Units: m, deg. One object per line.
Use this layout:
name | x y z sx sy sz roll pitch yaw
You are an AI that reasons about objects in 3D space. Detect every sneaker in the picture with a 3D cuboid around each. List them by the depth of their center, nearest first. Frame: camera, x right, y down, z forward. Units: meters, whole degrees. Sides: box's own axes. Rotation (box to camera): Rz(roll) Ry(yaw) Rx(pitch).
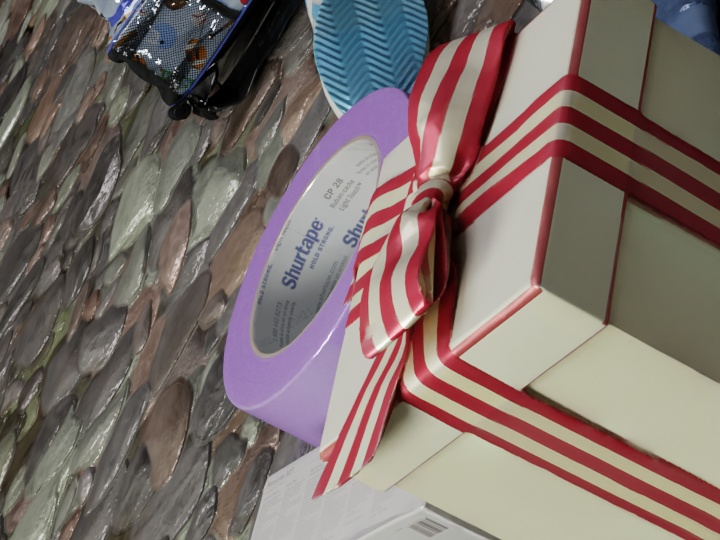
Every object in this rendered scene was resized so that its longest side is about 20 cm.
sneaker | 0.004 -0.156 1.726 0.081 0.076 0.201 78 -178 -51

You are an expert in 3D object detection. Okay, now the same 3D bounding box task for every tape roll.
tape roll | 0.000 0.000 1.534 0.200 0.065 0.201 -50 23 30

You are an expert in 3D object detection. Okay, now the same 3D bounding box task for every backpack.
backpack | -0.119 -0.239 2.045 0.191 0.154 0.200 -46 20 13

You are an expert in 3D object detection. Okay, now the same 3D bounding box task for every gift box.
gift box | 0.084 0.019 1.107 0.200 0.186 0.185 -43 27 42

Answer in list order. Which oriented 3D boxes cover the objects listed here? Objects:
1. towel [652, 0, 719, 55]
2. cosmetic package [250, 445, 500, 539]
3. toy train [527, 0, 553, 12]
towel | 0.146 -0.079 1.288 0.112 0.048 0.201 -50 23 31
cosmetic package | 0.009 0.121 1.371 0.200 0.050 0.083 -34 36 54
toy train | 0.114 -0.207 1.498 0.114 0.085 0.200 -46 24 17
